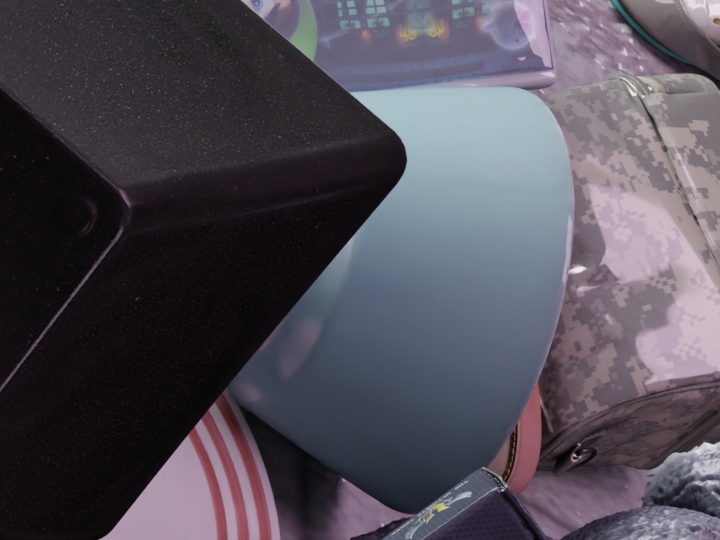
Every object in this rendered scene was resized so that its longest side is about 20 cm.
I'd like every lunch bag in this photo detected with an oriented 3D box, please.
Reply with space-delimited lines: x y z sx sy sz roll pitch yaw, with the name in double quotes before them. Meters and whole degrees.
"lunch bag" 0.123 0.002 1.478 0.168 0.139 0.200 -6 67 -39

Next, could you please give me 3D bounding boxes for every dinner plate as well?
"dinner plate" -0.108 0.086 1.187 0.200 0.024 0.200 36 38 -35

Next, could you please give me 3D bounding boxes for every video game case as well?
"video game case" -0.016 -0.164 1.327 0.200 0.023 0.182 -8 88 -16

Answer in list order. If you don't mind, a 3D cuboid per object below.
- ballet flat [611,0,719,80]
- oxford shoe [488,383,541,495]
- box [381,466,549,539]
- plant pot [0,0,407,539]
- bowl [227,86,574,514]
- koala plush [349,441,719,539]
"ballet flat" 0.239 -0.152 1.836 0.200 0.064 0.067 36 39 -34
"oxford shoe" 0.041 0.013 1.390 0.074 0.071 0.200 2 75 -49
"box" 0.016 0.198 1.122 0.158 0.200 0.051 56 -5 -9
"plant pot" -0.137 -0.022 0.981 0.199 0.200 0.177 42 16 7
"bowl" 0.000 0.000 1.278 0.105 0.201 0.201 17 50 -25
"koala plush" 0.098 0.164 1.251 0.184 0.200 0.177 49 34 -18
